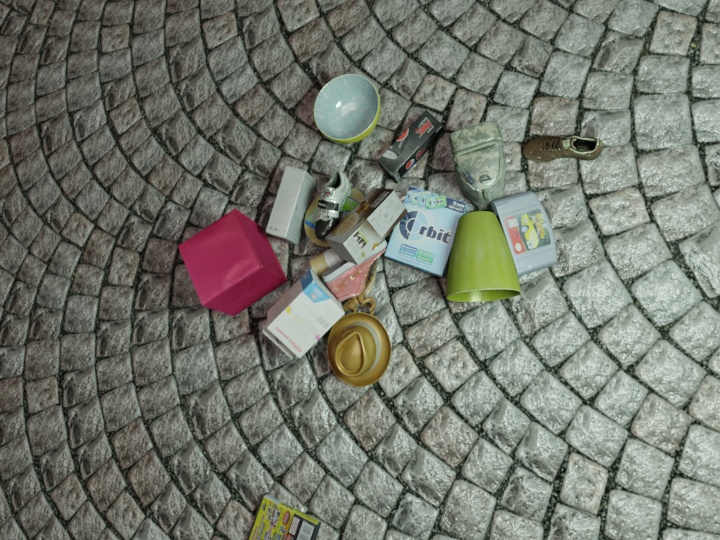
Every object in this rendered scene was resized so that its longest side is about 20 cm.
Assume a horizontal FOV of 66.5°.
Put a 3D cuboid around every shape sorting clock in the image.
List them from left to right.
[{"bbox_3d":[-0.068,-0.154,1.568,0.195,0.039,0.204,-10,60,18],"label":"shape sorting clock"}]

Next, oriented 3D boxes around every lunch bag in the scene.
[{"bbox_3d":[0.312,-0.261,1.413,0.136,0.200,0.172,-15,74,14],"label":"lunch bag"}]

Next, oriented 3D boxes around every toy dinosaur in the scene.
[{"bbox_3d":[0.006,0.070,1.509,0.200,0.060,0.106,-47,69,3],"label":"toy dinosaur"}]

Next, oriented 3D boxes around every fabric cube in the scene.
[{"bbox_3d":[-0.357,-0.018,1.560,0.197,0.200,0.199,-32,71,5],"label":"fabric cube"}]

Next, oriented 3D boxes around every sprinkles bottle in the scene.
[{"bbox_3d":[-0.045,-0.045,1.542,0.197,0.068,0.069,-26,73,10],"label":"sprinkles bottle"}]

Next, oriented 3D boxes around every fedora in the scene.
[{"bbox_3d":[-0.013,0.214,1.453,0.196,0.082,0.206,1,95,17],"label":"fedora"}]

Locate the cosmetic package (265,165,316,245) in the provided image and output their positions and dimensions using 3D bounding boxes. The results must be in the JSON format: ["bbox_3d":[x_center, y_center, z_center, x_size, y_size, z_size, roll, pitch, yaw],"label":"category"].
[{"bbox_3d":[-0.199,-0.188,1.600,0.072,0.102,0.205,16,85,17],"label":"cosmetic package"}]

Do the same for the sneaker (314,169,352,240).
[{"bbox_3d":[-0.089,-0.186,1.519,0.073,0.089,0.204,9,69,25],"label":"sneaker"}]

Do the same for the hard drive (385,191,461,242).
[{"bbox_3d":[0.172,-0.136,1.515,0.195,0.038,0.143,10,82,17],"label":"hard drive"}]

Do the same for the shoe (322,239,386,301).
[{"bbox_3d":[0.000,0.000,1.478,0.198,0.072,0.092,-32,108,5],"label":"shoe"}]

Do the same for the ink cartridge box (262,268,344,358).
[{"bbox_3d":[-0.160,0.122,1.487,0.200,0.125,0.129,-43,109,4],"label":"ink cartridge box"}]

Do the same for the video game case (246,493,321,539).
[{"bbox_3d":[-0.216,0.731,1.460,0.177,0.025,0.204,18,85,18],"label":"video game case"}]

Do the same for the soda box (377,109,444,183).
[{"bbox_3d":[0.143,-0.349,1.552,0.200,0.063,0.071,-46,71,3],"label":"soda box"}]

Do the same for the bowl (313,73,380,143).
[{"bbox_3d":[-0.028,-0.452,1.598,0.195,0.108,0.206,-3,79,15],"label":"bowl"}]

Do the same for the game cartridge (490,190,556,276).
[{"bbox_3d":[0.423,-0.097,1.406,0.130,0.041,0.205,-15,83,-14],"label":"game cartridge"}]

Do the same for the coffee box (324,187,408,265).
[{"bbox_3d":[0.016,-0.119,1.442,0.200,0.080,0.114,-46,29,-13],"label":"coffee box"}]

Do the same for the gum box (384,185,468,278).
[{"bbox_3d":[0.176,-0.103,1.464,0.167,0.045,0.204,20,84,19],"label":"gum box"}]

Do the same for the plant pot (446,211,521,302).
[{"bbox_3d":[0.300,-0.037,1.377,0.182,0.187,0.205,-5,77,15],"label":"plant pot"}]

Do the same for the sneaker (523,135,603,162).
[{"bbox_3d":[0.526,-0.328,1.429,0.195,0.075,0.072,2,80,16],"label":"sneaker"}]
